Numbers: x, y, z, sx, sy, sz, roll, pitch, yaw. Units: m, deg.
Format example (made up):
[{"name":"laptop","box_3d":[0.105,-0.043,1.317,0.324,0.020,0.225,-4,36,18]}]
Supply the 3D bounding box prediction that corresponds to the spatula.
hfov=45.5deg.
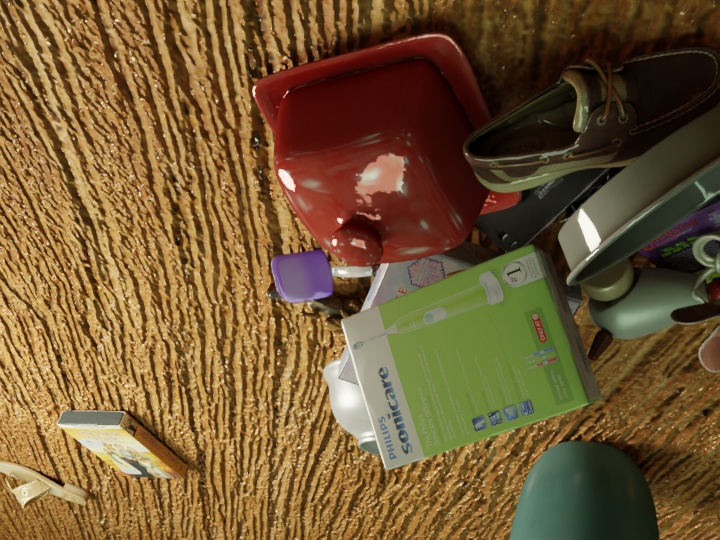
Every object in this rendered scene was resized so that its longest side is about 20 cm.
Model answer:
[{"name":"spatula","box_3d":[0.000,0.000,0.918,0.197,0.021,0.057,-6,104,21]}]

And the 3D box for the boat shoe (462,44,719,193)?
[{"name":"boat shoe","box_3d":[0.168,-0.115,0.625,0.198,0.073,0.072,-17,163,20]}]

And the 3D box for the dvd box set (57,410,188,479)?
[{"name":"dvd box set","box_3d":[-0.414,0.307,1.506,0.145,0.030,0.201,-4,141,26]}]

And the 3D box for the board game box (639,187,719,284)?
[{"name":"board game box","box_3d":[0.349,-0.038,0.737,0.119,0.033,0.199,31,142,-25]}]

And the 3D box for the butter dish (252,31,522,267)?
[{"name":"butter dish","box_3d":[0.012,-0.069,0.719,0.198,0.149,0.200,-6,137,29]}]

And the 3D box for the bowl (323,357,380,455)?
[{"name":"bowl","box_3d":[0.047,0.175,1.055,0.198,0.091,0.202,6,157,2]}]

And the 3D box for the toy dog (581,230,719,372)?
[{"name":"toy dog","box_3d":[0.277,0.043,0.761,0.131,0.097,0.199,34,157,-28]}]

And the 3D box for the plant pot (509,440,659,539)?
[{"name":"plant pot","box_3d":[0.299,0.326,1.137,0.198,0.162,0.202,11,145,8]}]

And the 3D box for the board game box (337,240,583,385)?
[{"name":"board game box","box_3d":[0.099,0.063,0.905,0.197,0.041,0.201,19,125,-7]}]

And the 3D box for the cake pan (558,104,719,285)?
[{"name":"cake pan","box_3d":[0.229,-0.060,0.644,0.037,0.199,0.201,57,146,14]}]

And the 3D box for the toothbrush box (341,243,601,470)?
[{"name":"toothbrush box","box_3d":[0.101,0.082,0.796,0.198,0.147,0.086,-23,167,19]}]

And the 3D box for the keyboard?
[{"name":"keyboard","box_3d":[0.173,-0.083,0.752,0.104,0.040,0.200,43,144,2]}]

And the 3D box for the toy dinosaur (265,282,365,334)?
[{"name":"toy dinosaur","box_3d":[-0.013,0.056,1.000,0.199,0.061,0.106,34,168,-19]}]

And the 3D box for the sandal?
[{"name":"sandal","box_3d":[-0.677,0.464,1.790,0.209,0.070,0.078,22,145,-8]}]
